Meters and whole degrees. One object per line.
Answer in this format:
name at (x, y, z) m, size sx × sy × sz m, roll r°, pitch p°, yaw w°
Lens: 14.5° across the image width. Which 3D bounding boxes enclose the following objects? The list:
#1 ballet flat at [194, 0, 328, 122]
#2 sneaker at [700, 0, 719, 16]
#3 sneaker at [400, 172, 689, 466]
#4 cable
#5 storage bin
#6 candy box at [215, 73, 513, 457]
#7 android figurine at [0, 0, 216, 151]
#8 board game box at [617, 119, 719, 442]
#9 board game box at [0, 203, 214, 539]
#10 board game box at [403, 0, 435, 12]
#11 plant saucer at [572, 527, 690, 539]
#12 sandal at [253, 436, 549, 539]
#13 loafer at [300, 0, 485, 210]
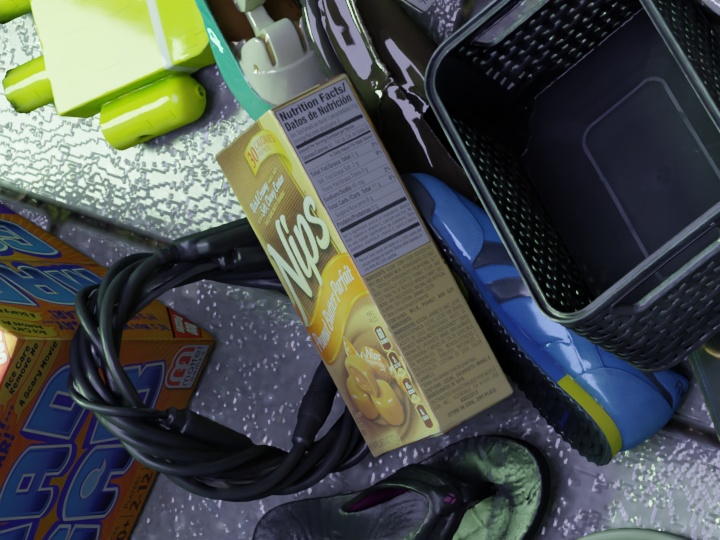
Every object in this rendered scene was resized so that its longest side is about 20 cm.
ballet flat at (-0.062, -0.151, 1.649) m, size 0.067 × 0.070 × 0.200 m, roll -30°, pitch 91°, yaw -5°
sneaker at (0.196, -0.195, 1.536) m, size 0.088 × 0.075 × 0.200 m, roll -45°, pitch 67°, yaw 9°
sneaker at (0.099, 0.014, 1.575) m, size 0.078 × 0.066 × 0.200 m, roll -40°, pitch 82°, yaw -17°
cable at (-0.077, 0.056, 1.626) m, size 0.051 × 0.200 × 0.163 m, roll -29°, pitch 82°, yaw 56°
storage bin at (0.138, -0.063, 1.504) m, size 0.135 × 0.094 × 0.200 m, roll -40°, pitch 52°, yaw 19°
candy box at (0.000, 0.000, 1.586) m, size 0.200 × 0.055 × 0.115 m, roll 61°, pitch 158°, yaw 1°
android figurine at (-0.143, -0.171, 1.743) m, size 0.200 × 0.041 × 0.182 m, roll -22°, pitch 78°, yaw 28°
board game box at (0.234, 0.008, 1.524) m, size 0.135 × 0.035 × 0.200 m, roll -26°, pitch 76°, yaw 27°
board game box at (-0.252, 0.082, 1.707) m, size 0.200 × 0.200 × 0.200 m, roll 31°, pitch 104°, yaw 27°
board game box at (0.074, -0.255, 1.593) m, size 0.200 × 0.035 × 0.126 m, roll -46°, pitch 39°, yaw 21°
plant saucer at (0.145, 0.243, 1.562) m, size 0.200 × 0.050 × 0.200 m, roll -1°, pitch 87°, yaw 30°
sandal at (0.018, 0.150, 1.628) m, size 0.200 × 0.048 × 0.075 m, roll -22°, pitch 78°, yaw 29°
loafer at (0.029, -0.109, 1.631) m, size 0.071 × 0.073 × 0.200 m, roll -23°, pitch 87°, yaw 24°
